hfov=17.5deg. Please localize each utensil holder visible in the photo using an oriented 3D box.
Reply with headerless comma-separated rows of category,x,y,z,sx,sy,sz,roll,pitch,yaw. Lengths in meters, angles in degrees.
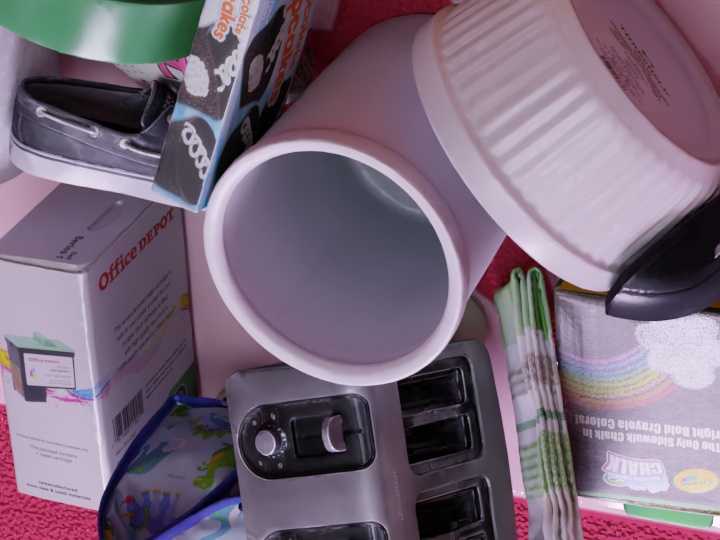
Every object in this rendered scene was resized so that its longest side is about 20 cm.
utensil holder,0.016,-0.050,1.483,0.169,0.200,0.171,11,122,17

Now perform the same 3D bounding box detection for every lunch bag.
lunch bag,-0.106,0.206,1.606,0.127,0.200,0.171,0,120,27

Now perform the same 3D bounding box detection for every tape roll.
tape roll,-0.168,-0.209,1.469,0.199,0.201,0.048,28,126,6

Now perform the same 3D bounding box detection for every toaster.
toaster,0.013,0.144,1.563,0.118,0.200,0.182,-8,89,32

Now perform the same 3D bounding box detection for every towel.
towel,0.111,0.105,1.527,0.030,0.149,0.202,-7,82,-5

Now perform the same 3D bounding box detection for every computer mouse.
computer mouse,0.234,-0.036,1.378,0.046,0.200,0.141,49,162,13

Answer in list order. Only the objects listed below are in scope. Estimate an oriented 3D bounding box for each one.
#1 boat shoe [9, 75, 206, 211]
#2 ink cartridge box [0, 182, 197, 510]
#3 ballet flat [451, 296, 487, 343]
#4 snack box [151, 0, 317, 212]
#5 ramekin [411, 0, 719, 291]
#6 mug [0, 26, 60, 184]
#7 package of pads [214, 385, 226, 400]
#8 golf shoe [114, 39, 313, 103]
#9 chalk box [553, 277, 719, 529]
boat shoe,-0.132,-0.092,1.547,0.198,0.072,0.068,10,127,-2
ink cartridge box,-0.188,0.045,1.666,0.083,0.145,0.201,10,122,21
ballet flat,0.000,0.000,1.605,0.200,0.070,0.069,41,127,-3
snack box,-0.065,-0.145,1.429,0.037,0.116,0.201,24,115,12
ramekin,0.135,-0.098,1.408,0.105,0.200,0.200,-36,101,27
mug,-0.284,-0.129,1.571,0.146,0.201,0.176,4,137,17
package of pads,-0.049,0.185,1.737,0.199,0.068,0.155,35,128,0
golf shoe,-0.119,-0.158,1.564,0.199,0.073,0.093,29,134,16
chalk box,0.202,0.075,1.524,0.123,0.124,0.201,7,122,19
